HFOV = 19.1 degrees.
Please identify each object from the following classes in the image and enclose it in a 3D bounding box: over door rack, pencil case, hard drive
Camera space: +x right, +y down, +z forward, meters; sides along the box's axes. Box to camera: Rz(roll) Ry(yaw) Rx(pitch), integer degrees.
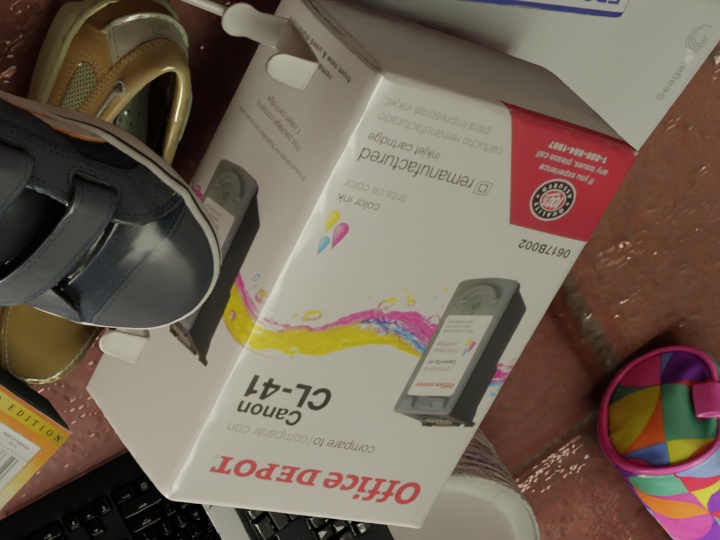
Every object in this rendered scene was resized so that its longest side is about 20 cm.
[{"bbox_3d":[-0.139,-0.071,0.794,0.200,0.067,0.148,25,116,-17],"label":"over door rack"},{"bbox_3d":[0.206,0.118,1.222,0.088,0.088,0.200,-39,140,6],"label":"pencil case"},{"bbox_3d":[0.065,-0.098,0.960,0.200,0.026,0.132,13,121,-40],"label":"hard drive"}]

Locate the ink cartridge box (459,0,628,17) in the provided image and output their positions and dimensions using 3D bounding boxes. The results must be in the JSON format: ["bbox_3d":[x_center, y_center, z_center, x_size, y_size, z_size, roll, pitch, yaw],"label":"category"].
[{"bbox_3d":[0.061,-0.202,0.836,0.196,0.043,0.200,2,125,-36],"label":"ink cartridge box"}]

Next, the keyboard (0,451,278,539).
[{"bbox_3d":[-0.073,0.121,1.021,0.200,0.104,0.040,-28,167,-7],"label":"keyboard"}]

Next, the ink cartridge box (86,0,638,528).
[{"bbox_3d":[0.000,0.000,0.888,0.147,0.086,0.200,12,113,-39],"label":"ink cartridge box"}]

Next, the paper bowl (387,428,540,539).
[{"bbox_3d":[0.003,0.172,1.124,0.200,0.104,0.201,-18,138,-17],"label":"paper bowl"}]

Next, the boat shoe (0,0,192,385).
[{"bbox_3d":[-0.115,-0.020,0.877,0.071,0.076,0.200,-6,132,-30],"label":"boat shoe"}]

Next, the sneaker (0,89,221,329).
[{"bbox_3d":[-0.136,-0.027,0.738,0.200,0.079,0.078,32,112,-21],"label":"sneaker"}]

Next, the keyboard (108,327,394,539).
[{"bbox_3d":[-0.025,0.069,0.993,0.127,0.021,0.200,-36,113,-24],"label":"keyboard"}]

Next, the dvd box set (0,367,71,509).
[{"bbox_3d":[-0.233,0.102,0.875,0.200,0.029,0.146,-47,138,1],"label":"dvd box set"}]
